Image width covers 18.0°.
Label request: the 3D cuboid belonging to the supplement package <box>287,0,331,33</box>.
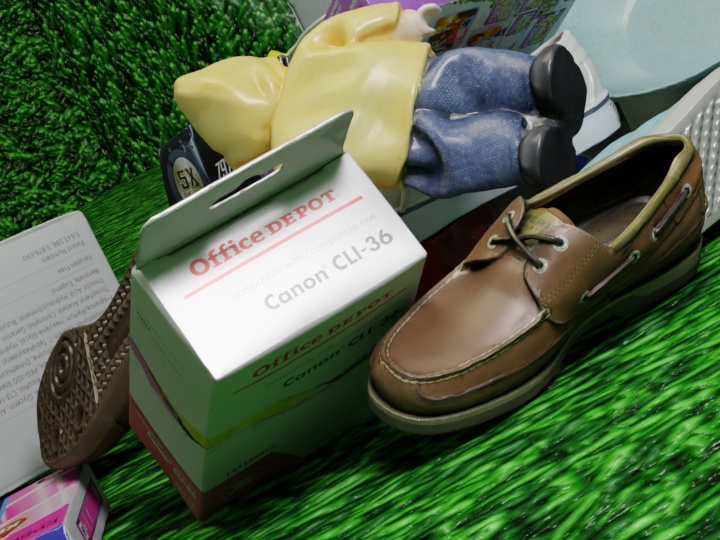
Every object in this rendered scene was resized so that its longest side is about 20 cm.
[{"bbox_3d":[0.066,-0.153,1.624,0.155,0.201,0.111,-18,12,47],"label":"supplement package"}]

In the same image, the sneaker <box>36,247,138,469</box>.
[{"bbox_3d":[-0.101,0.047,1.150,0.075,0.071,0.200,8,-33,-28],"label":"sneaker"}]

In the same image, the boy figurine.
[{"bbox_3d":[0.003,-0.067,1.087,0.198,0.126,0.064,1,-14,23],"label":"boy figurine"}]

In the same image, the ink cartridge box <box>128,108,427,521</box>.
[{"bbox_3d":[-0.039,0.024,1.021,0.116,0.068,0.200,-31,-21,-20],"label":"ink cartridge box"}]

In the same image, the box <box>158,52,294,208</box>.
[{"bbox_3d":[0.000,-0.071,1.428,0.199,0.087,0.163,-7,-14,-35],"label":"box"}]

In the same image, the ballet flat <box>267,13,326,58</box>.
[{"bbox_3d":[0.019,-0.149,1.470,0.199,0.068,0.067,-20,-18,27],"label":"ballet flat"}]

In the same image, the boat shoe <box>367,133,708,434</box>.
[{"bbox_3d":[0.077,-0.002,1.012,0.072,0.068,0.199,31,49,31],"label":"boat shoe"}]

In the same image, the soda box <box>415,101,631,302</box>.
[{"bbox_3d":[0.081,-0.020,1.226,0.070,0.064,0.200,-18,13,43],"label":"soda box"}]

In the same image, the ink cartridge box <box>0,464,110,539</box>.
[{"bbox_3d":[-0.176,0.147,1.126,0.094,0.037,0.200,-27,10,1],"label":"ink cartridge box"}]

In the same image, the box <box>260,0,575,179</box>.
[{"bbox_3d":[0.032,-0.108,1.229,0.136,0.039,0.200,-19,-22,-26],"label":"box"}]

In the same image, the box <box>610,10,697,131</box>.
[{"bbox_3d":[0.224,-0.138,1.376,0.124,0.098,0.200,-29,9,-6],"label":"box"}]

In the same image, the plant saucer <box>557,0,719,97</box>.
[{"bbox_3d":[0.188,-0.161,1.225,0.200,0.039,0.202,-29,36,24],"label":"plant saucer"}]

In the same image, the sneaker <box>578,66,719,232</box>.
[{"bbox_3d":[0.164,-0.056,1.149,0.199,0.074,0.082,-29,11,-21],"label":"sneaker"}]

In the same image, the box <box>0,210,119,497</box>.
[{"bbox_3d":[-0.256,0.083,1.333,0.198,0.131,0.200,-27,1,39],"label":"box"}]

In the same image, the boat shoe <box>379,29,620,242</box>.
[{"bbox_3d":[0.031,-0.067,1.152,0.201,0.087,0.075,-28,9,-9],"label":"boat shoe"}]
